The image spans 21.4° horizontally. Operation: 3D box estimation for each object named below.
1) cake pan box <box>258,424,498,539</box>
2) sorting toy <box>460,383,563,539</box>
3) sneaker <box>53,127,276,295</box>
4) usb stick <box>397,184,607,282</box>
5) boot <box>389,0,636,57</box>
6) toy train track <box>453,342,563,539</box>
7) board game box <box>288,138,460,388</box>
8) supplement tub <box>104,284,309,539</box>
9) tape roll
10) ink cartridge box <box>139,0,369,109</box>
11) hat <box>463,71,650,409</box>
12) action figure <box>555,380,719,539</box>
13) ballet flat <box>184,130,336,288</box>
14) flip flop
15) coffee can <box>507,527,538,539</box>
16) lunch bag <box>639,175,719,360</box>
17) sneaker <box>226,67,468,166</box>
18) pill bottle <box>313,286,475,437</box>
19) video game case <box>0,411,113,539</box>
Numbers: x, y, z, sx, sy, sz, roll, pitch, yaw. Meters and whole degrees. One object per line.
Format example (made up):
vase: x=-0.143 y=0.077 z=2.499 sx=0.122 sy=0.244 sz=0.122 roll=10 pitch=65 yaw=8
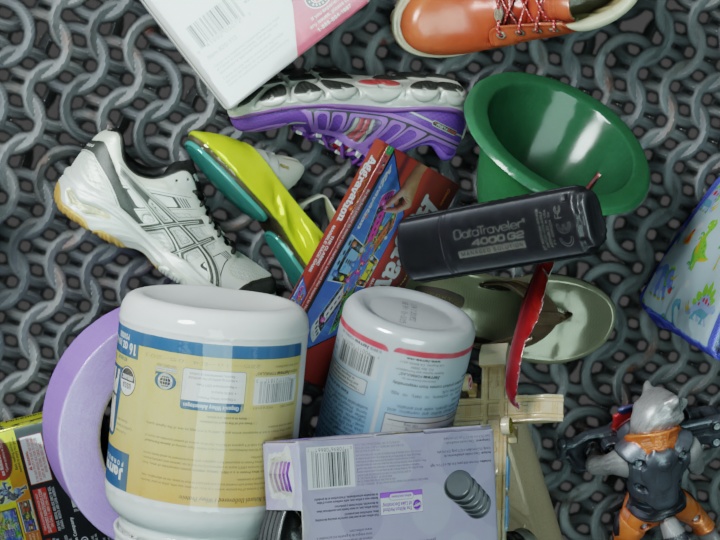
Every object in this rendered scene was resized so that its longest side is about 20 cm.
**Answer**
cake pan box: x=0.017 y=0.212 z=1.420 sx=0.200 sy=0.052 sz=0.184 roll=-2 pitch=85 yaw=-37
sorting toy: x=0.064 y=0.204 z=1.641 sx=0.200 sy=0.036 sz=0.185 roll=-21 pitch=105 yaw=-11
sneaker: x=-0.142 y=-0.040 z=1.524 sx=0.200 sy=0.076 sz=0.088 roll=31 pitch=95 yaw=-16
usb stick: x=0.105 y=-0.027 z=1.466 sx=0.033 sy=0.200 sz=0.055 roll=-14 pitch=93 yaw=-44
boot: x=0.125 y=-0.215 z=1.524 sx=0.200 sy=0.107 sz=0.075 roll=-15 pitch=106 yaw=-6
toy train track: x=0.105 y=0.150 z=1.537 sx=0.115 sy=0.033 sz=0.200 roll=-5 pitch=65 yaw=18
board game box: x=0.000 y=0.000 z=1.538 sx=0.103 sy=0.019 sz=0.200 roll=25 pitch=95 yaw=-50
supplement tub: x=-0.118 y=0.119 z=1.445 sx=0.145 sy=0.145 sz=0.200 roll=4 pitch=97 yaw=-12
tape roll: x=-0.154 y=0.125 z=1.545 sx=0.200 sy=0.066 sz=0.200 roll=-4 pitch=101 yaw=-21
ink cartridge box: x=-0.110 y=-0.250 z=1.481 sx=0.146 sy=0.083 sz=0.200 roll=-38 pitch=106 yaw=-1
hat: x=0.125 y=-0.039 z=1.567 sx=0.166 sy=0.200 sz=0.176 roll=31 pitch=126 yaw=4
action figure: x=0.282 y=0.181 z=1.643 sx=0.200 sy=0.105 sz=0.194 roll=-18 pitch=114 yaw=-5
ballet flat: x=-0.062 y=-0.052 z=1.548 sx=0.067 sy=0.067 sz=0.200 roll=-44 pitch=112 yaw=-14
flip flop: x=0.120 y=0.034 z=1.600 sx=0.200 sy=0.058 sz=0.081 roll=13 pitch=99 yaw=-13
coffee can: x=0.053 y=0.301 z=1.560 sx=0.200 sy=0.146 sz=0.146 roll=-8 pitch=103 yaw=-14
lunch bag: x=0.338 y=-0.010 z=1.576 sx=0.200 sy=0.170 sz=0.127 roll=-38 pitch=106 yaw=-2
sneaker: x=-0.009 y=-0.116 z=1.535 sx=0.200 sy=0.081 sz=0.083 roll=2 pitch=107 yaw=-12
pill bottle: x=0.020 y=0.122 z=1.531 sx=0.109 sy=0.109 sz=0.200 roll=9 pitch=109 yaw=-13
video game case: x=-0.280 y=0.221 z=1.579 sx=0.181 sy=0.026 sz=0.200 roll=-14 pitch=105 yaw=-9
